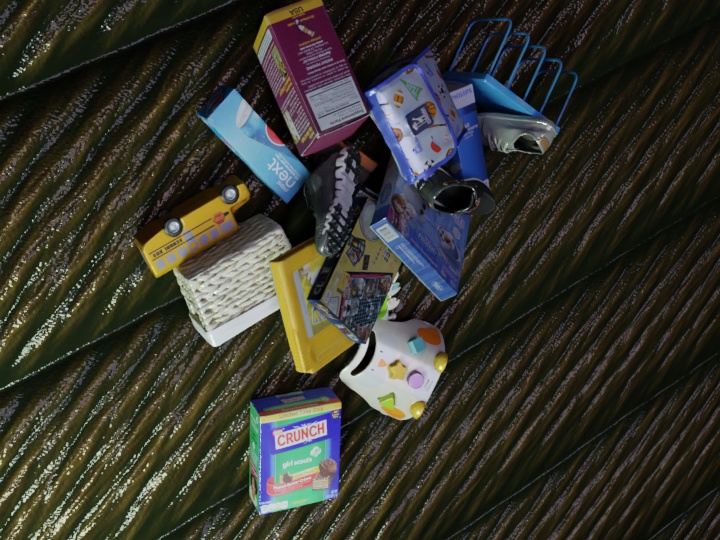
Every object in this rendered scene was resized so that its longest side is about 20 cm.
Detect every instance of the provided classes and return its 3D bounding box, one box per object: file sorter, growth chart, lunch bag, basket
[{"bbox_3d":[0.278,-0.355,1.555,0.198,0.138,0.125,27,90,-32],"label":"file sorter"},{"bbox_3d":[0.013,0.049,1.568,0.142,0.018,0.202,-23,144,-14],"label":"growth chart"},{"bbox_3d":[0.085,-0.253,1.397,0.172,0.122,0.200,61,33,-15],"label":"lunch bag"},{"bbox_3d":[-0.203,0.009,1.419,0.198,0.135,0.125,-31,116,-17],"label":"basket"}]

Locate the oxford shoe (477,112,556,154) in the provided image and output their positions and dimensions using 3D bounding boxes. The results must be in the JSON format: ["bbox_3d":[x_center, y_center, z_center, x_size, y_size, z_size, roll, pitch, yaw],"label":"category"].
[{"bbox_3d":[0.257,-0.244,1.549,0.075,0.196,0.059,47,59,-51],"label":"oxford shoe"}]

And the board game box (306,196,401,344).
[{"bbox_3d":[0.000,0.000,1.429,0.135,0.034,0.203,44,61,-38],"label":"board game box"}]

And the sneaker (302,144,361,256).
[{"bbox_3d":[-0.057,-0.112,1.399,0.067,0.088,0.204,47,47,-51],"label":"sneaker"}]

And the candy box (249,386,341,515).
[{"bbox_3d":[-0.123,0.336,1.600,0.165,0.077,0.205,-6,108,-25],"label":"candy box"}]

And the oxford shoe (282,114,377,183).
[{"bbox_3d":[-0.061,-0.203,1.466,0.198,0.071,0.074,30,101,-29],"label":"oxford shoe"}]

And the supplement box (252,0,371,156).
[{"bbox_3d":[-0.079,-0.303,1.346,0.101,0.131,0.204,-24,91,-18],"label":"supplement box"}]

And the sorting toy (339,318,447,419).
[{"bbox_3d":[0.055,0.181,1.635,0.177,0.107,0.204,25,94,-24],"label":"sorting toy"}]

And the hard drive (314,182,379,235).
[{"bbox_3d":[-0.012,-0.045,1.519,0.138,0.038,0.201,27,114,-32],"label":"hard drive"}]

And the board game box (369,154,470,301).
[{"bbox_3d":[0.111,-0.087,1.490,0.200,0.043,0.202,44,40,-27],"label":"board game box"}]

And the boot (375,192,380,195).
[{"bbox_3d":[0.058,-0.098,1.554,0.196,0.073,0.077,13,91,-33],"label":"boot"}]

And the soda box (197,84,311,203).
[{"bbox_3d":[-0.173,-0.208,1.407,0.068,0.064,0.200,-47,122,-6],"label":"soda box"}]

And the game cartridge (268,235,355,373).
[{"bbox_3d":[-0.062,0.047,1.413,0.175,0.032,0.205,-32,115,-44],"label":"game cartridge"}]

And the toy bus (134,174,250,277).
[{"bbox_3d":[-0.270,-0.077,1.396,0.198,0.065,0.080,-32,118,-15],"label":"toy bus"}]

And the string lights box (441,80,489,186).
[{"bbox_3d":[0.171,-0.238,1.555,0.058,0.102,0.204,-24,115,-21],"label":"string lights box"}]

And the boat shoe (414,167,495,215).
[{"bbox_3d":[0.173,-0.124,1.478,0.199,0.064,0.074,13,124,-47],"label":"boat shoe"}]
